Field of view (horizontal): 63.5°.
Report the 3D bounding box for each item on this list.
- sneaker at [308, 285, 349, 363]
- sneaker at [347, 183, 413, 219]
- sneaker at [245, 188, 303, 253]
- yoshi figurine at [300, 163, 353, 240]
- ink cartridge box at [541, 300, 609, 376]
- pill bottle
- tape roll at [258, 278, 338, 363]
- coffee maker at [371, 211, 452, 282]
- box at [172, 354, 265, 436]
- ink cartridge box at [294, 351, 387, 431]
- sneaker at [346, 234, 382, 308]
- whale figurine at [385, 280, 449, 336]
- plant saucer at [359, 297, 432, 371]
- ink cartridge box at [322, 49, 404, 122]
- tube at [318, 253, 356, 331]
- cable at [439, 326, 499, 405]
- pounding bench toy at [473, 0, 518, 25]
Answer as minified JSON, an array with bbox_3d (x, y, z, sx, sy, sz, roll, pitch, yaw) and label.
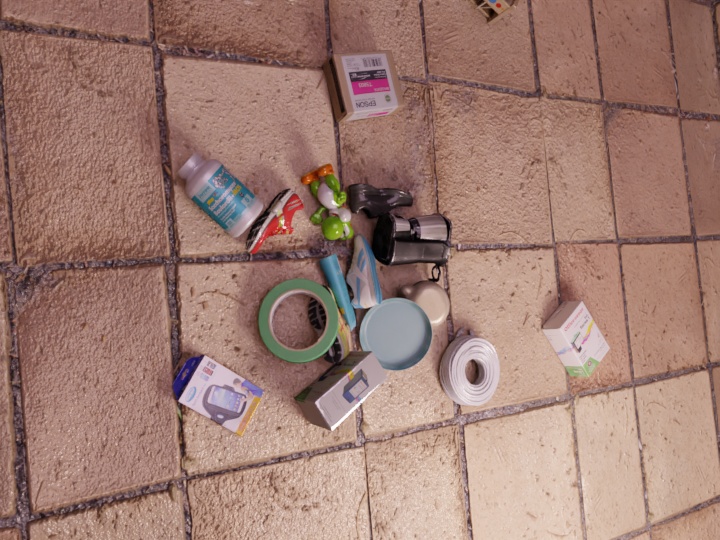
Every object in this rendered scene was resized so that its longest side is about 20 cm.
[{"bbox_3d":[-0.076,0.139,1.505,0.090,0.077,0.204,13,63,-63],"label":"sneaker"},{"bbox_3d":[0.053,-0.186,1.610,0.196,0.076,0.093,4,92,-21],"label":"sneaker"},{"bbox_3d":[-0.208,-0.114,1.452,0.085,0.077,0.201,45,67,-22],"label":"sneaker"},{"bbox_3d":[-0.083,-0.166,1.513,0.111,0.112,0.203,-27,100,-11],"label":"yoshi figurine"},{"bbox_3d":[0.705,0.222,1.903,0.144,0.084,0.202,-40,103,-25],"label":"ink cartridge box"},{"bbox_3d":[-0.334,-0.182,1.369,0.200,0.110,0.112,43,67,-17],"label":"pill bottle"},{"bbox_3d":[-0.150,0.123,1.425,0.196,0.048,0.205,0,77,-1],"label":"tape roll"},{"bbox_3d":[0.142,-0.062,1.601,0.196,0.134,0.197,-3,87,-28],"label":"coffee maker"},{"bbox_3d":[-0.335,0.287,1.360,0.199,0.041,0.121,36,69,-23],"label":"box"},{"bbox_3d":[-0.048,0.294,1.454,0.199,0.145,0.088,-36,100,-25],"label":"ink cartridge box"},{"bbox_3d":[0.000,0.000,1.547,0.076,0.079,0.204,39,39,-63],"label":"sneaker"},{"bbox_3d":[0.149,0.111,1.622,0.198,0.104,0.161,-31,101,-2],"label":"whale figurine"},{"bbox_3d":[0.095,0.170,1.566,0.195,0.027,0.205,0,102,0],"label":"plant saucer"},{"bbox_3d":[0.011,-0.512,1.610,0.197,0.075,0.168,-16,91,-29],"label":"ink cartridge box"},{"bbox_3d":[-0.052,0.058,1.526,0.203,0.050,0.077,69,18,-4],"label":"tube"},{"bbox_3d":[0.323,0.292,1.697,0.200,0.069,0.201,-47,106,-24],"label":"cable"},{"bbox_3d":[0.433,-0.903,1.807,0.155,0.199,0.126,32,71,-22],"label":"pounding bench toy"}]
